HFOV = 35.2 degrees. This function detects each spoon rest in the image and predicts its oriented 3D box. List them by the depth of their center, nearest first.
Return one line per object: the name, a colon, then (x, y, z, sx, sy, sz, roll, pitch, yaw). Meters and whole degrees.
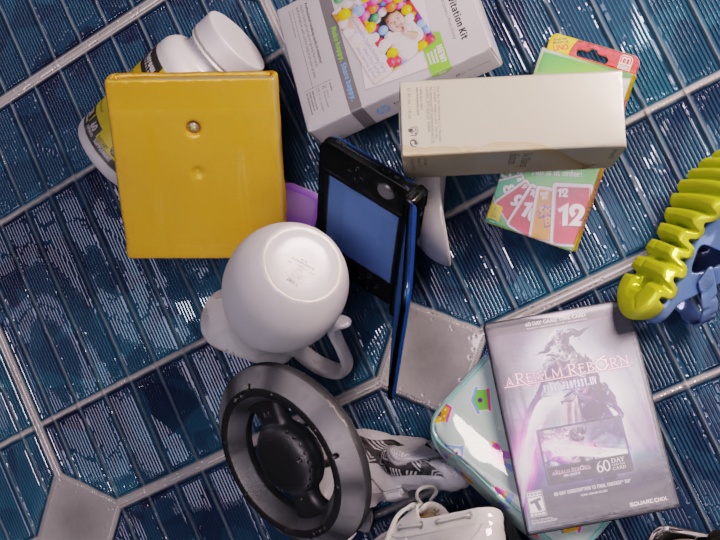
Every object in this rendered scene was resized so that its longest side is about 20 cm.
spoon rest: (0.069, -0.101, 1.150, 0.060, 0.099, 0.200, -15, 75, 3)

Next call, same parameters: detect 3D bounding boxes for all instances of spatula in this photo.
spatula: (-0.096, 0.000, 1.250, 0.056, 0.021, 0.200, 24, 102, 16)

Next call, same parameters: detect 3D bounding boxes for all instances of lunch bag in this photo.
lunch bag: (0.181, 0.166, 1.106, 0.200, 0.077, 0.160, 40, 78, 11)

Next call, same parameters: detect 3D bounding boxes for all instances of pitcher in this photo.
pitcher: (-0.064, 0.042, 1.152, 0.171, 0.200, 0.121, 27, 61, -8)

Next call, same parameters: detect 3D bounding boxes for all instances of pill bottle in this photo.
pill bottle: (-0.202, -0.183, 1.231, 0.200, 0.111, 0.111, -40, 80, 18)

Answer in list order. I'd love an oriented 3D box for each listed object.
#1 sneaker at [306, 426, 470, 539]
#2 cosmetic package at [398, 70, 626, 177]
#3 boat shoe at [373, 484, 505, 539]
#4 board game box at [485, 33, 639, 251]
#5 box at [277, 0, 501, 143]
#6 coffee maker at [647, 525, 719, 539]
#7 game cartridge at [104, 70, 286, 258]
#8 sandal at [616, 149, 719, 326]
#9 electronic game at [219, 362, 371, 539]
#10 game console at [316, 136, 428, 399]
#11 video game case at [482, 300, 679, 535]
sneaker: (0.022, 0.233, 1.195, 0.200, 0.075, 0.115, 7, 98, 25)
cosmetic package: (0.137, -0.134, 1.051, 0.199, 0.104, 0.073, -2, 84, 5)
boat shoe: (0.067, 0.257, 1.118, 0.202, 0.075, 0.086, -26, 48, 52)
board game box: (0.200, -0.128, 1.127, 0.095, 0.030, 0.200, 20, 98, 18)
box: (0.025, -0.235, 1.141, 0.200, 0.041, 0.156, -22, 65, 16)
coffee maker: (0.328, 0.310, 1.012, 0.192, 0.200, 0.135, -17, 88, 21)
game cartridge: (-0.168, -0.108, 1.188, 0.176, 0.032, 0.200, 0, 117, 3)
sandal: (0.326, -0.027, 1.067, 0.087, 0.079, 0.200, 30, 98, -21)
electronic game: (-0.069, 0.188, 1.152, 0.200, 0.042, 0.200, 18, 120, 35)
game console: (0.000, 0.000, 1.108, 0.171, 0.118, 0.200, 32, 149, 17)
video game case: (0.204, 0.135, 1.065, 0.143, 0.019, 0.200, -10, 74, -2)
